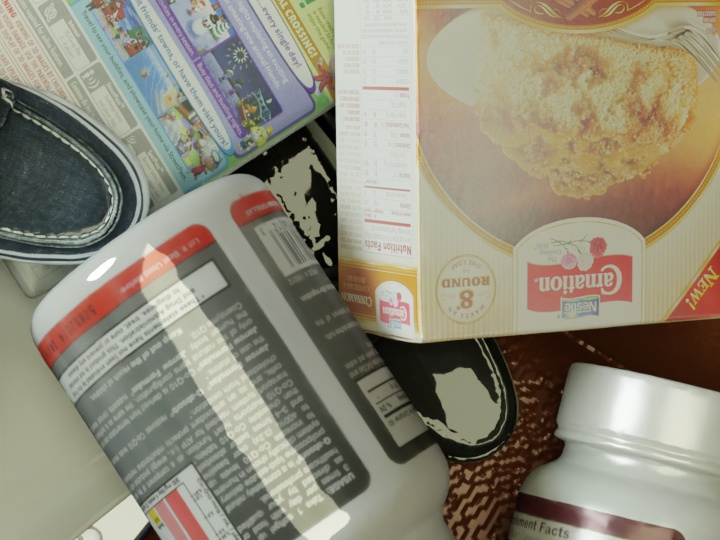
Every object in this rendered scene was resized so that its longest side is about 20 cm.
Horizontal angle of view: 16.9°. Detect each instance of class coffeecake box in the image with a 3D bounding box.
[{"bbox_3d":[0.071,-0.077,1.008,0.152,0.073,0.202,-4,97,-29],"label":"coffeecake box"}]

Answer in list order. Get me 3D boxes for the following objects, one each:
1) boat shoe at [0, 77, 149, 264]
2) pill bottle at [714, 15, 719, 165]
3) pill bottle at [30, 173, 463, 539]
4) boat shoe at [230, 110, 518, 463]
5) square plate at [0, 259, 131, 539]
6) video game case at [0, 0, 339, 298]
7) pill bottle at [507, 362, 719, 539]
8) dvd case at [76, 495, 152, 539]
[{"bbox_3d":[-0.173,-0.052,0.934,0.199,0.091,0.071,23,93,-13],"label":"boat shoe"},{"bbox_3d":[0.202,-0.142,1.047,0.111,0.112,0.202,0,88,-2],"label":"pill bottle"},{"bbox_3d":[-0.035,0.073,0.976,0.115,0.116,0.201,-33,85,-4],"label":"pill bottle"},{"bbox_3d":[-0.002,0.002,1.057,0.073,0.063,0.202,-37,91,-7],"label":"boat shoe"},{"bbox_3d":[-0.182,0.037,0.994,0.200,0.028,0.199,-39,97,-36],"label":"square plate"},{"bbox_3d":[-0.113,-0.120,0.996,0.181,0.022,0.201,-33,101,-6],"label":"video game case"},{"bbox_3d":[0.112,0.147,1.027,0.113,0.114,0.202,14,86,-2],"label":"pill bottle"},{"bbox_3d":[-0.155,0.073,1.065,0.150,0.025,0.200,40,86,0],"label":"dvd case"}]
